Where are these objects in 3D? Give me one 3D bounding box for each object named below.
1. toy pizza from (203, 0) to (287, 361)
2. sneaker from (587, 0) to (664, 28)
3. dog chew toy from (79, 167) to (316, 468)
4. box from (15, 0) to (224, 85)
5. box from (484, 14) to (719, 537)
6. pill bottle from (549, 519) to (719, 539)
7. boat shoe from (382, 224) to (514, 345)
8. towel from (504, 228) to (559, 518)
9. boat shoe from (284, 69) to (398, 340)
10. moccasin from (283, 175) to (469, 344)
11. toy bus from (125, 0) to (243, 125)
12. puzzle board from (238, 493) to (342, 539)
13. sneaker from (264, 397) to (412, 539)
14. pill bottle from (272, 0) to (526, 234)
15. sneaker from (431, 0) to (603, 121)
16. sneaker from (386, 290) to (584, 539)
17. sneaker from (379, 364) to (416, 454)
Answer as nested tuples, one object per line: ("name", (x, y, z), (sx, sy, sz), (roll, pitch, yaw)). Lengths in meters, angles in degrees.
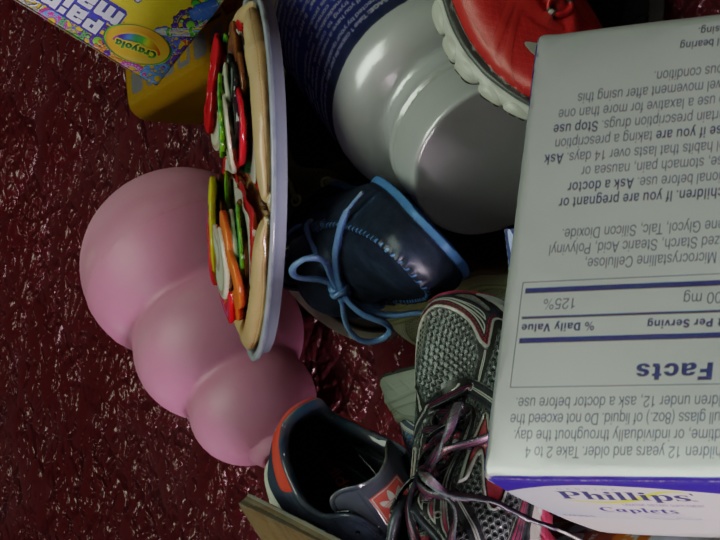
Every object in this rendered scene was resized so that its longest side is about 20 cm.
("toy pizza", (-0.066, -0.051, 1.110), (0.200, 0.032, 0.201), (180, 90, -81))
("sneaker", (0.099, -0.179, 1.056), (0.073, 0.082, 0.200), (-21, 71, 49))
("dog chew toy", (-0.091, 0.033, 1.274), (0.125, 0.124, 0.200), (-54, 54, 36))
("box", (-0.119, -0.254, 1.251), (0.193, 0.122, 0.200), (-49, 27, 21))
("box", (0.164, 0.003, 0.846), (0.184, 0.105, 0.200), (-3, 69, 34))
("pill bottle", (0.136, 0.164, 0.940), (0.200, 0.112, 0.112), (-16, 74, 53))
("boat shoe", (0.086, 0.006, 1.079), (0.201, 0.063, 0.073), (-19, 28, 48))
("towel", (0.164, 0.025, 0.936), (0.200, 0.024, 0.145), (-15, 75, 30))
("boat shoe", (-0.020, -0.043, 1.216), (0.060, 0.072, 0.202), (-63, 37, 35))
("moccasin", (0.000, 0.000, 1.068), (0.080, 0.068, 0.200), (50, 171, -8))
("toy bus", (-0.075, -0.157, 1.310), (0.200, 0.065, 0.078), (-20, 70, 52))
("puzzle board", (0.020, 0.205, 1.061), (0.200, 0.017, 0.151), (58, 162, -17))
("sneaker", (0.025, 0.140, 1.072), (0.200, 0.075, 0.085), (35, 151, 23))
("pill bottle", (0.030, -0.110, 1.098), (0.120, 0.120, 0.200), (-65, 34, 26))
("sneaker", (0.071, -0.152, 0.989), (0.200, 0.077, 0.085), (56, 139, 17))
("sneaker", (0.048, 0.095, 0.933), (0.081, 0.075, 0.200), (-37, 45, 41))
("sneaker", (0.088, 0.079, 1.064), (0.200, 0.077, 0.085), (-20, 80, 60))
